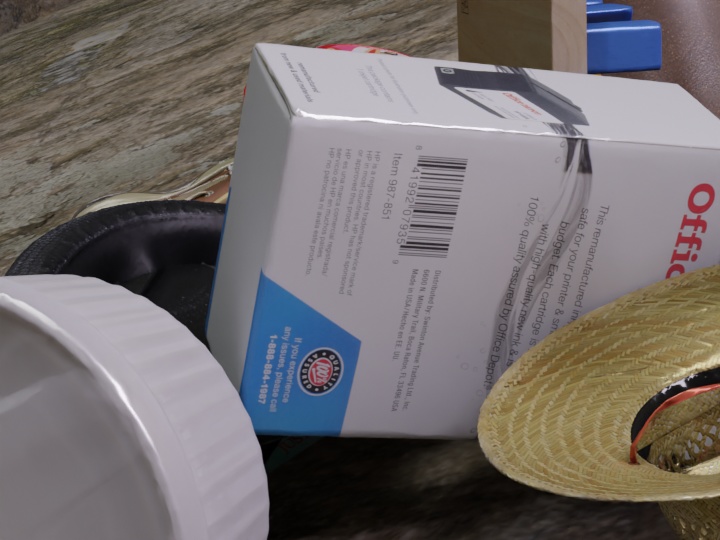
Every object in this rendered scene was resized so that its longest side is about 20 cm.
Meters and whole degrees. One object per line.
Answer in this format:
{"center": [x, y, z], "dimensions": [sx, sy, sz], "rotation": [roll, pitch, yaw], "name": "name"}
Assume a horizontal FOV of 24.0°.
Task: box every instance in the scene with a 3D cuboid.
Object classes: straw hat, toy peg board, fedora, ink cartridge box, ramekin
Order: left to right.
{"center": [-0.127, 0.093, 0.674], "dimensions": [0.201, 0.203, 0.094], "rotation": [-10, 8, 29], "name": "ramekin"}
{"center": [-0.083, 0.048, 0.814], "dimensions": [0.200, 0.092, 0.201], "rotation": [11, 31, -7], "name": "fedora"}
{"center": [0.046, -0.009, 0.722], "dimensions": [0.199, 0.146, 0.084], "rotation": [3, 27, -18], "name": "ink cartridge box"}
{"center": [0.120, -0.063, 0.894], "dimensions": [0.097, 0.200, 0.200], "rotation": [-4, 14, -9], "name": "toy peg board"}
{"center": [0.146, 0.070, 0.618], "dimensions": [0.200, 0.085, 0.201], "rotation": [-19, 17, 6], "name": "straw hat"}

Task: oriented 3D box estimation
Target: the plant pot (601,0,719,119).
{"center": [0.180, -0.142, 1.029], "dimensions": [0.186, 0.201, 0.187], "rotation": [-18, 18, 6], "name": "plant pot"}

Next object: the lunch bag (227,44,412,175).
{"center": [-0.003, -0.099, 1.184], "dimensions": [0.175, 0.082, 0.200], "rotation": [19, 26, 12], "name": "lunch bag"}

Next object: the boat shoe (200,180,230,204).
{"center": [-0.102, 0.009, 0.948], "dimensions": [0.200, 0.072, 0.068], "rotation": [-47, 31, 23], "name": "boat shoe"}

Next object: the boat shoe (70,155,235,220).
{"center": [-0.113, -0.026, 1.224], "dimensions": [0.199, 0.076, 0.074], "rotation": [-17, 33, -1], "name": "boat shoe"}

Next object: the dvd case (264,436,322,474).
{"center": [0.000, 0.000, 0.903], "dimensions": [0.146, 0.022, 0.200], "rotation": [-35, 29, 28], "name": "dvd case"}
